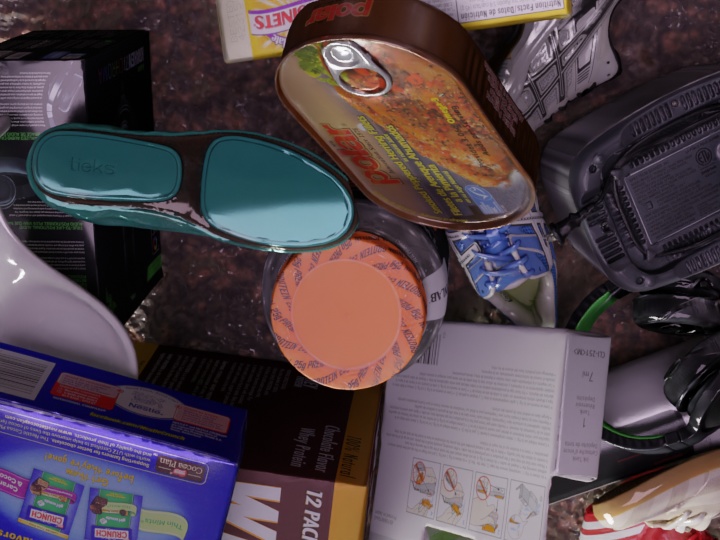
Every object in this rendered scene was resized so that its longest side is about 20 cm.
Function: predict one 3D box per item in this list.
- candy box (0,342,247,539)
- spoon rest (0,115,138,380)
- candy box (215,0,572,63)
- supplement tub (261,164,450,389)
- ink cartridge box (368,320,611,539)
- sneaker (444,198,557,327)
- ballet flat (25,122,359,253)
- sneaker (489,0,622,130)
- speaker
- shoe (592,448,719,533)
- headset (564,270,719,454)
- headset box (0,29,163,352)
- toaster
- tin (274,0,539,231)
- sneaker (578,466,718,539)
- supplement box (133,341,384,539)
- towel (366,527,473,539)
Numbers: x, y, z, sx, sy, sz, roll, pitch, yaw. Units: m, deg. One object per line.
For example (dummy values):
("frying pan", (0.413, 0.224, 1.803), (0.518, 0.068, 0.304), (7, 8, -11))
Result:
("candy box", (-0.171, 0.165, 0.822), (0.167, 0.077, 0.202), (16, 110, -3))
("spoon rest", (-0.203, 0.011, 0.820), (0.098, 0.061, 0.202), (-18, 103, 11))
("candy box", (0.013, -0.178, 0.743), (0.197, 0.026, 0.104), (-5, 103, 12))
("supplement tub", (0.000, 0.000, 0.907), (0.121, 0.200, 0.124), (1, 106, 4))
("ink cartridge box", (0.082, 0.124, 0.919), (0.043, 0.199, 0.176), (8, 86, -32))
("sneaker", (0.094, -0.032, 0.906), (0.075, 0.078, 0.200), (-25, 137, 12))
("ballet flat", (-0.098, -0.052, 0.810), (0.197, 0.070, 0.068), (9, 88, -4))
("sneaker", (0.133, -0.134, 0.925), (0.087, 0.076, 0.202), (21, 110, -8))
("speaker", (0.174, 0.116, 0.988), (0.198, 0.081, 0.082), (-20, 103, 9))
("shoe", (0.260, 0.155, 0.963), (0.197, 0.070, 0.054), (-15, 77, -16))
("headset", (0.222, 0.043, 0.902), (0.198, 0.094, 0.125), (-27, 66, 19))
("headset box", (-0.201, -0.054, 0.923), (0.091, 0.174, 0.203), (1, 105, 5))
("toaster", (0.202, -0.063, 0.899), (0.198, 0.129, 0.115), (-28, 101, -1))
("tin", (0.030, -0.085, 0.759), (0.111, 0.042, 0.200), (-6, 150, 27))
("sneaker", (0.259, 0.214, 1.009), (0.197, 0.078, 0.117), (3, 107, 3))
("supplement box", (-0.091, 0.157, 0.959), (0.197, 0.198, 0.135), (7, 107, 2))
("towel", (0.021, 0.278, 1.032), (0.198, 0.031, 0.151), (-26, 61, 10))
